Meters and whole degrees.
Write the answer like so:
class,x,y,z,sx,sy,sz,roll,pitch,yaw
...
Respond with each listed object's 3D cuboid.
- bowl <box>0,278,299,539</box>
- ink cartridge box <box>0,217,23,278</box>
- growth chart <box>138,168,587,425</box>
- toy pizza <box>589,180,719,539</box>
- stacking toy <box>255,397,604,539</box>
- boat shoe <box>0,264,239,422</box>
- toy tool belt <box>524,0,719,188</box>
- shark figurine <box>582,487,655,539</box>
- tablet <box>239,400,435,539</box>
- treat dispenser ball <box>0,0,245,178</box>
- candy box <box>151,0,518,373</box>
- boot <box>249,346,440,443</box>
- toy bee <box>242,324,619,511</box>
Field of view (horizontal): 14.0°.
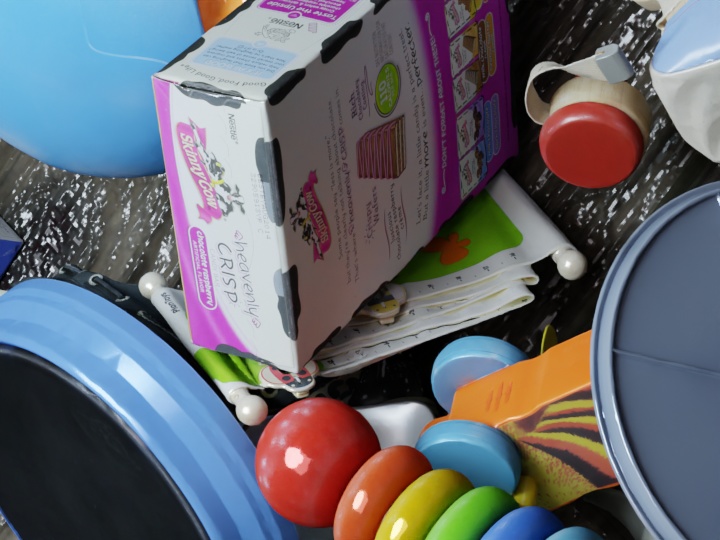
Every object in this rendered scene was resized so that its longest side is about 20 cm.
class,x,y,z,sx,sy,sz,roll,pitch,yaw
bowl,-0.109,0.098,1.330,0.200,0.039,0.201,34,147,26
ink cartridge box,-0.276,-0.064,1.578,0.200,0.094,0.044,44,108,29
growth chart,0.000,0.000,1.328,0.145,0.199,0.018,40,145,48
toy pizza,0.181,0.057,1.214,0.032,0.199,0.201,-44,58,59
stacking toy,0.037,0.116,1.197,0.199,0.085,0.086,31,102,24
boat shoe,-0.105,0.036,1.385,0.199,0.066,0.075,11,128,55
toy tool belt,0.174,-0.112,1.282,0.199,0.125,0.123,-17,39,28
shark figurine,0.118,0.145,1.297,0.089,0.128,0.215,41,134,21
tablet,-0.010,0.164,1.373,0.129,0.014,0.202,-7,99,21
treat dispenser ball,-0.114,-0.145,1.413,0.200,0.200,0.203,-4,82,33
candy box,-0.006,-0.067,1.290,0.061,0.200,0.137,14,127,28
boot,-0.061,0.041,1.436,0.203,0.073,0.155,-20,72,26
toy bee,0.061,0.081,1.297,0.199,0.109,0.131,3,51,44
